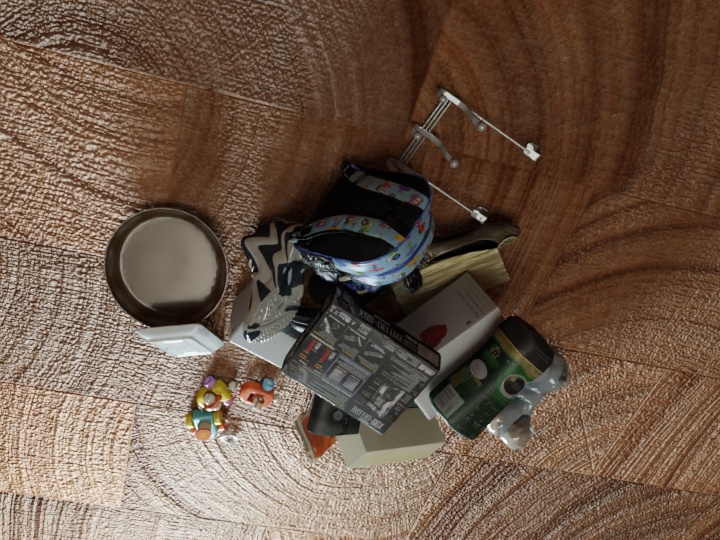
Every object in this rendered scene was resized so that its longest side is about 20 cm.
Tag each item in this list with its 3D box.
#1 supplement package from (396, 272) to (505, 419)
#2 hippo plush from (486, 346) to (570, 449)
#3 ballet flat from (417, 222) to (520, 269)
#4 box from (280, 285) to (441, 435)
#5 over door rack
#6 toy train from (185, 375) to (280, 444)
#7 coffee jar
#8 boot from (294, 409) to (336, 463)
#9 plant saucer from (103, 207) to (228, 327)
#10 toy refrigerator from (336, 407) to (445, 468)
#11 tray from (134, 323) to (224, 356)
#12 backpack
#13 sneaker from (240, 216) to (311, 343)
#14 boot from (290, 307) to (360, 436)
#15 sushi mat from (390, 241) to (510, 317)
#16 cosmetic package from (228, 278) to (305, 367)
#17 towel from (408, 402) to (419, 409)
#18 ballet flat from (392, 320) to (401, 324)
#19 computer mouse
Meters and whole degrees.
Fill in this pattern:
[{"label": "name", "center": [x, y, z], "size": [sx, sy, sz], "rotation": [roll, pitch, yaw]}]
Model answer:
[{"label": "supplement package", "center": [0.148, 0.127, 1.288], "size": [0.199, 0.122, 0.120], "rotation": [-36, 125, 1]}, {"label": "hippo plush", "center": [0.310, 0.223, 1.395], "size": [0.199, 0.160, 0.161], "rotation": [31, 121, -23]}, {"label": "ballet flat", "center": [0.165, -0.037, 1.230], "size": [0.197, 0.047, 0.068], "rotation": [-9, 155, -8]}, {"label": "box", "center": [0.001, 0.143, 1.175], "size": [0.199, 0.050, 0.158], "rotation": [32, 118, -9]}, {"label": "over door rack", "center": [0.159, -0.163, 1.150], "size": [0.198, 0.067, 0.148], "rotation": [26, 122, -21]}, {"label": "toy train", "center": [-0.252, 0.278, 1.465], "size": [0.149, 0.056, 0.201], "rotation": [25, 121, -20]}, {"label": "coffee jar", "center": [0.209, 0.168, 1.208], "size": [0.200, 0.086, 0.104], "rotation": [-45, 132, 8]}, {"label": "boot", "center": [-0.061, 0.290, 1.416], "size": [0.106, 0.200, 0.076], "rotation": [-20, 96, 5]}, {"label": "plant saucer", "center": [-0.310, -0.004, 1.229], "size": [0.197, 0.032, 0.203], "rotation": [0, 105, -2]}, {"label": "toy refrigerator", "center": [0.054, 0.303, 1.386], "size": [0.198, 0.077, 0.070], "rotation": [4, 140, -41]}, {"label": "tray", "center": [-0.301, 0.122, 1.292], "size": [0.106, 0.023, 0.200], "rotation": [-4, 165, 1]}, {"label": "backpack", "center": [0.026, -0.056, 1.113], "size": [0.198, 0.184, 0.135], "rotation": [13, 149, 45]}, {"label": "sneaker", "center": [-0.150, 0.005, 1.214], "size": [0.079, 0.129, 0.201], "rotation": [12, 106, -42]}, {"label": "boot", "center": [-0.060, 0.171, 1.262], "size": [0.163, 0.066, 0.203], "rotation": [10, 102, -21]}, {"label": "sushi mat", "center": [0.154, 0.019, 1.322], "size": [0.198, 0.012, 0.096], "rotation": [-23, 126, 13]}, {"label": "cosmetic package", "center": [-0.124, 0.109, 1.318], "size": [0.199, 0.102, 0.071], "rotation": [31, 120, -25]}, {"label": "towel", "center": [0.077, 0.263, 1.438], "size": [0.198, 0.022, 0.147], "rotation": [-22, 149, -6]}, {"label": "ballet flat", "center": [0.078, 0.184, 1.409], "size": [0.070, 0.071, 0.202], "rotation": [-7, 128, 2]}, {"label": "computer mouse", "center": [0.000, 0.000, 1.272], "size": [0.197, 0.046, 0.142], "rotation": [-9, 122, 7]}]
